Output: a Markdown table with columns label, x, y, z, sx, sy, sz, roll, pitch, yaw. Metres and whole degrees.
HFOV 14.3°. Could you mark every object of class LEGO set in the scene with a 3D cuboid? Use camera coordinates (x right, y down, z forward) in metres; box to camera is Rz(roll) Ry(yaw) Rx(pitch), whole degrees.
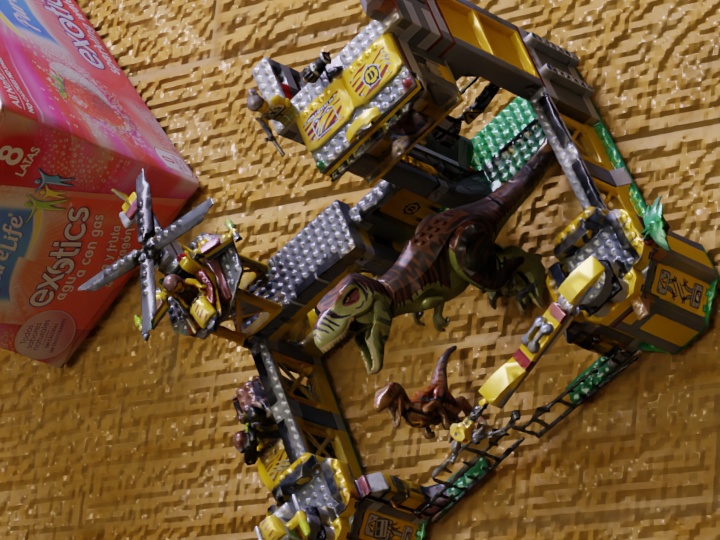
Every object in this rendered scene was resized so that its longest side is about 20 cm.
| label | x | y | z | sx | sy | sz | roll | pitch | yaw |
| --- | --- | --- | --- | --- | --- | --- | --- | --- | --- |
| LEGO set | 0.000 | 0.000 | 0.903 | 0.200 | 0.116 | 0.154 | -35 | 52 | 31 |

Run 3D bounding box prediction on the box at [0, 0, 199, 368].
| label | x | y | z | sx | sy | sz | roll | pitch | yaw |
| --- | --- | --- | --- | --- | --- | --- | --- | --- | --- |
| box | -0.161 | -0.069 | 1.102 | 0.095 | 0.103 | 0.200 | -52 | 45 | 17 |
